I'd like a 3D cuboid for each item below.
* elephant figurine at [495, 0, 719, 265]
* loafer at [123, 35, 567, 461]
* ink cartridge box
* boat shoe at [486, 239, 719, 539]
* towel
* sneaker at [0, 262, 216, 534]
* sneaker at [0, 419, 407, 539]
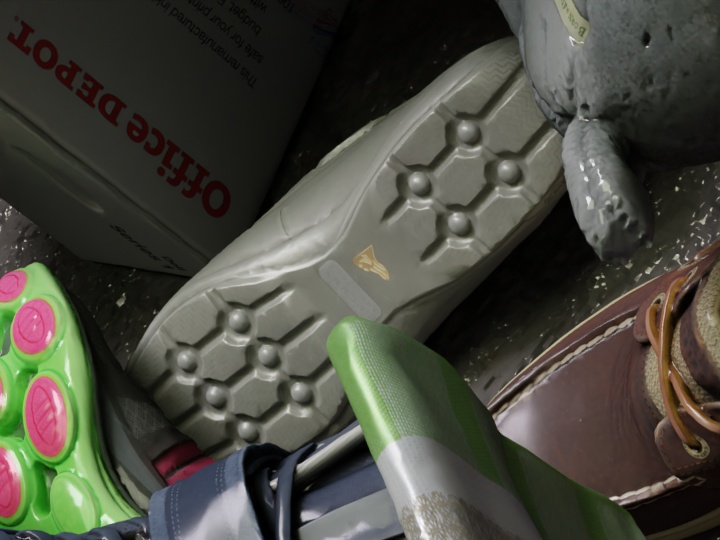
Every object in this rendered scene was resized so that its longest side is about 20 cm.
[{"bbox_3d":[0.141,-0.091,0.734,0.142,0.199,0.156,-129,49,-60],"label":"elephant figurine"},{"bbox_3d":[0.000,0.000,0.854,0.200,0.070,0.070,-39,2,24],"label":"loafer"},{"bbox_3d":[-0.077,-0.119,0.941,0.084,0.145,0.201,4,64,44],"label":"ink cartridge box"},{"bbox_3d":[0.104,0.018,0.719,0.199,0.072,0.073,-24,66,24],"label":"boat shoe"},{"bbox_3d":[0.068,0.108,0.618,0.031,0.149,0.201,-35,50,11],"label":"towel"},{"bbox_3d":[-0.067,0.081,0.819,0.077,0.084,0.200,-46,56,17],"label":"sneaker"},{"bbox_3d":[-0.058,0.074,0.645,0.146,0.202,0.077,-23,66,19],"label":"sneaker"}]
